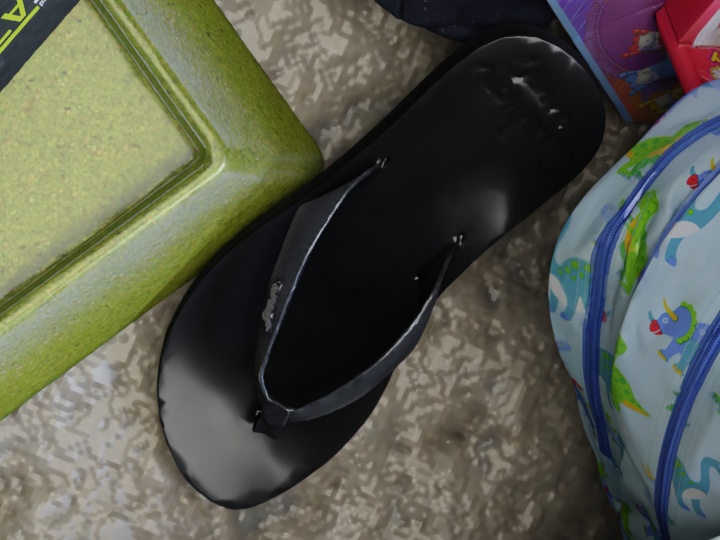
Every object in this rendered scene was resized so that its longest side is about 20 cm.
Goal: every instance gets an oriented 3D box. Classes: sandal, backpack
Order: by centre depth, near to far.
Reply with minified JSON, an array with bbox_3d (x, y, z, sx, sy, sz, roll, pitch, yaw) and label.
[{"bbox_3d":[0.139,0.028,0.922,0.163,0.200,0.154,-41,78,-4],"label":"backpack"},{"bbox_3d":[0.000,-0.001,0.946,0.076,0.043,0.200,36,106,-13],"label":"sandal"}]

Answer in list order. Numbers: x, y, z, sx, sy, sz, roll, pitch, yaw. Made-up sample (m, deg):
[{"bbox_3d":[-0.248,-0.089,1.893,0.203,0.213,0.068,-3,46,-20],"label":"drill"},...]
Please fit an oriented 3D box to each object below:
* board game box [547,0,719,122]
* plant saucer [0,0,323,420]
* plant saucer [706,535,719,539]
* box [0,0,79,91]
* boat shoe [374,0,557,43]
[{"bbox_3d":[0.146,-0.090,0.913,0.158,0.200,0.039,-22,63,12],"label":"board game box"},{"bbox_3d":[-0.140,-0.052,0.930,0.200,0.048,0.200,-37,102,-6],"label":"plant saucer"},{"bbox_3d":[0.132,0.130,0.938,0.200,0.200,0.027,-15,63,-10],"label":"plant saucer"},{"bbox_3d":[-0.189,-0.101,0.864,0.193,0.048,0.200,38,86,28],"label":"box"},{"bbox_3d":[0.011,-0.125,0.900,0.200,0.093,0.075,21,49,-36],"label":"boat shoe"}]
